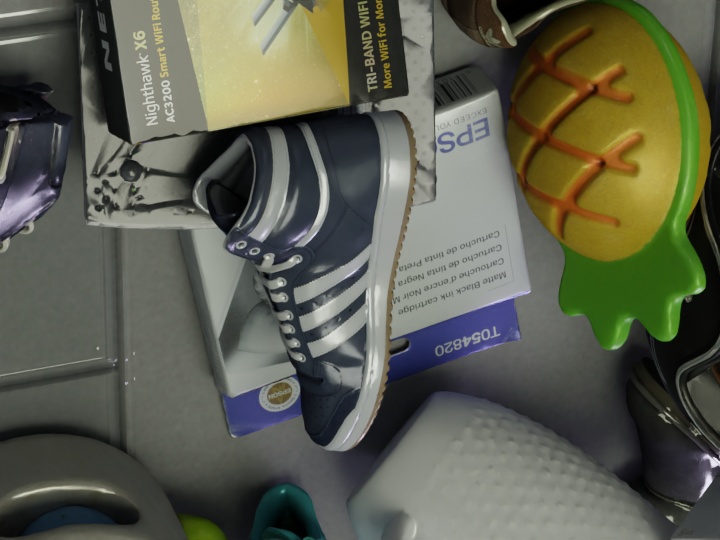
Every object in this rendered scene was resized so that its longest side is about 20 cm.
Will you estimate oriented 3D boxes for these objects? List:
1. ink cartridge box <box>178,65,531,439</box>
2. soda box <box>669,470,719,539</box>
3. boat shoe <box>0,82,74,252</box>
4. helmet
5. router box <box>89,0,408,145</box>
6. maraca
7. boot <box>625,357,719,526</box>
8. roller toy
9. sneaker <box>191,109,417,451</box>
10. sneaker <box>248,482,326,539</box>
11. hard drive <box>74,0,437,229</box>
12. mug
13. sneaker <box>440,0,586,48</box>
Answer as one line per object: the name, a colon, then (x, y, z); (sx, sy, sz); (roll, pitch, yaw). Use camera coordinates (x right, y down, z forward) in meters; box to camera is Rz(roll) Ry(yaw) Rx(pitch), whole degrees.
ink cartridge box: (0.000, 0.000, 1.668); (0.199, 0.041, 0.201); (-20, 125, -11)
soda box: (0.255, 0.147, 1.735); (0.068, 0.200, 0.064); (-2, 110, 27)
boat shoe: (-0.216, -0.017, 1.546); (0.092, 0.075, 0.200); (-5, 133, -34)
helmet: (0.258, 0.017, 1.692); (0.199, 0.200, 0.191); (-15, 146, -14)
router box: (-0.066, -0.178, 1.487); (0.157, 0.052, 0.201); (-12, 104, -16)
maraca: (0.144, -0.057, 1.616); (0.107, 0.137, 0.201); (-6, 86, -36)
boot: (0.160, 0.167, 1.829); (0.200, 0.073, 0.182); (-37, 128, 10)
roller toy: (-0.181, 0.203, 1.654); (0.200, 0.140, 0.182); (-42, 126, 6)
sneaker: (-0.038, 0.007, 1.537); (0.108, 0.070, 0.201); (-2, 117, -24)
sneaker: (-0.050, 0.195, 1.677); (0.077, 0.200, 0.080); (-4, 113, 1)
hard drive: (-0.058, -0.093, 1.560); (0.199, 0.042, 0.136); (-5, 101, -15)
mug: (0.077, 0.172, 1.700); (0.175, 0.200, 0.148); (39, 122, 0)
sneaker: (0.140, -0.188, 1.591); (0.200, 0.076, 0.070); (-37, 127, 2)
